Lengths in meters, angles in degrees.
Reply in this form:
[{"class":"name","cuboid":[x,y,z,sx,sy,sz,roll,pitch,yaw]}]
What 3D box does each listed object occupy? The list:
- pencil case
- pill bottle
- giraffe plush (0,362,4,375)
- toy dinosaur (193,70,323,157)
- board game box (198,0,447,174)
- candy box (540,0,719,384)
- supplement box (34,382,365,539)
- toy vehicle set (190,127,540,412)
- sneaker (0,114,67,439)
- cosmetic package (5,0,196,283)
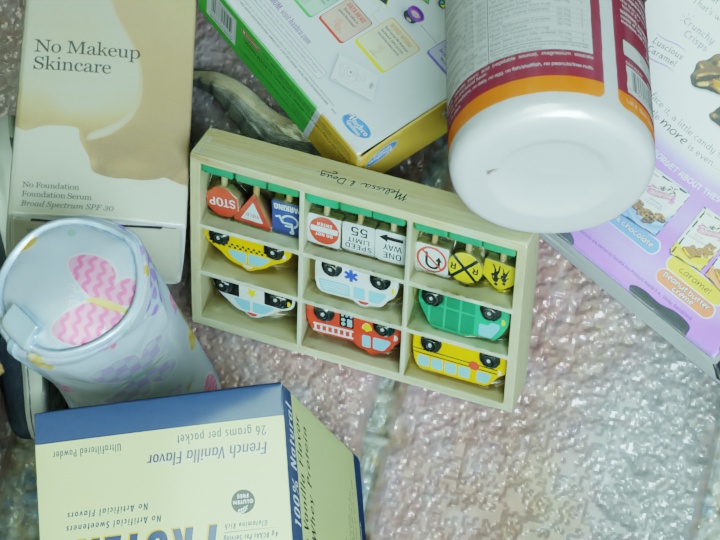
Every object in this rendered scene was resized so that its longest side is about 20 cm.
[{"class":"pencil case","cuboid":[-0.137,0.044,1.436,0.090,0.200,0.083,-29,65,-4]},{"class":"pill bottle","cuboid":[0.099,-0.129,1.402,0.109,0.110,0.201,-7,54,10]},{"class":"giraffe plush","cuboid":[-0.284,0.045,1.434,0.162,0.173,0.200,37,87,0]},{"class":"toy dinosaur","cuboid":[-0.023,-0.072,1.523,0.088,0.047,0.200,-40,68,6]},{"class":"board game box","cuboid":[0.030,-0.157,1.500,0.199,0.040,0.153,-33,70,-19]},{"class":"candy box","cuboid":[0.200,-0.069,1.458,0.168,0.072,0.200,40,87,19]},{"class":"supplement box","cuboid":[-0.076,0.183,1.382,0.133,0.200,0.201,-8,74,10]},{"class":"toy vehicle set","cuboid":[0.000,0.000,1.459,0.199,0.125,0.027,15,42,16]},{"class":"sneaker","cuboid":[-0.250,0.019,1.522,0.145,0.077,0.203,-14,65,-2]},{"class":"cosmetic package","cuboid":[-0.147,-0.098,1.505,0.104,0.071,0.201,3,61,-6]}]
